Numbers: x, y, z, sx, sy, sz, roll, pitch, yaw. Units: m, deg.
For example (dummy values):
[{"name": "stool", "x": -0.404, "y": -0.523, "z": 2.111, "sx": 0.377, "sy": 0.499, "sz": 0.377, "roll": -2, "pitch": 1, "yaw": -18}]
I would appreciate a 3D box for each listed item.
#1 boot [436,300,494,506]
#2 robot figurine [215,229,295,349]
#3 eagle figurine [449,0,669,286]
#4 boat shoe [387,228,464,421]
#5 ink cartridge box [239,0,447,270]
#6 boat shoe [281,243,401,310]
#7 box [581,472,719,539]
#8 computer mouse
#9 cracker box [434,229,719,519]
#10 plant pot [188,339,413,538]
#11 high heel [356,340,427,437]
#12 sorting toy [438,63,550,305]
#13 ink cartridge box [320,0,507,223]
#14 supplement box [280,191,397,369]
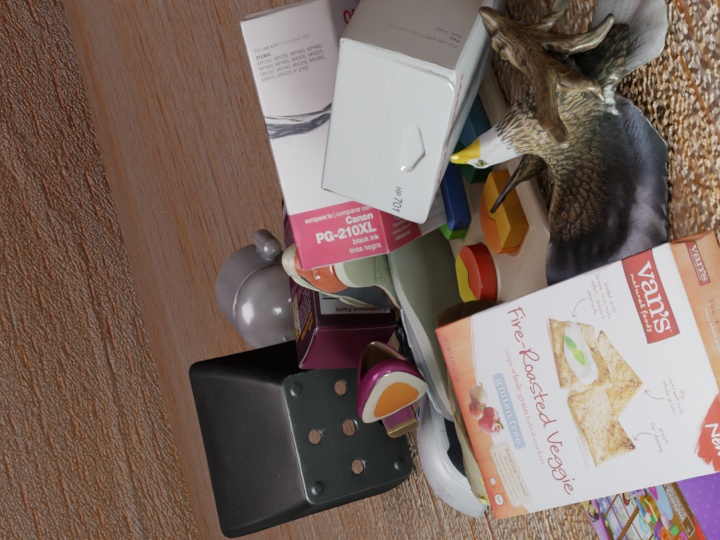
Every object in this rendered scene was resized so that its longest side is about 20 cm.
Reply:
[{"name": "boot", "x": 0.114, "y": 0.141, "z": 1.056, "sx": 0.201, "sy": 0.072, "sz": 0.157, "roll": -111, "pitch": 6, "yaw": -52}, {"name": "robot figurine", "x": -0.115, "y": 0.036, "z": 1.683, "sx": 0.200, "sy": 0.112, "sz": 0.172, "roll": -143, "pitch": 46, "yaw": -64}, {"name": "eagle figurine", "x": 0.132, "y": -0.086, "z": 0.880, "sx": 0.200, "sy": 0.149, "sz": 0.153, "roll": 55, "pitch": -129, "yaw": -50}, {"name": "boat shoe", "x": 0.063, "y": 0.042, "z": 1.210, "sx": 0.071, "sy": 0.069, "sz": 0.203, "roll": 142, "pitch": 113, "yaw": -67}, {"name": "ink cartridge box", "x": -0.009, "y": -0.117, "z": 1.078, "sx": 0.145, "sy": 0.083, "sz": 0.203, "roll": -28, "pitch": -74, "yaw": -65}, {"name": "boat shoe", "x": 0.000, "y": 0.000, "z": 1.228, "sx": 0.199, "sy": 0.062, "sz": 0.072, "roll": 14, "pitch": -108, "yaw": -63}, {"name": "box", "x": 0.202, "y": 0.163, "z": 0.906, "sx": 0.138, "sy": 0.039, "sz": 0.201, "roll": 101, "pitch": 152, "yaw": -52}, {"name": "computer mouse", "x": 0.069, "y": 0.150, "z": 1.303, "sx": 0.110, "sy": 0.043, "sz": 0.201, "roll": 103, "pitch": 150, "yaw": -51}, {"name": "cracker box", "x": 0.150, "y": 0.070, "z": 0.842, "sx": 0.199, "sy": 0.057, "sz": 0.136, "roll": -24, "pitch": 81, "yaw": 44}, {"name": "plant pot", "x": -0.051, "y": 0.174, "z": 1.477, "sx": 0.177, "sy": 0.197, "sz": 0.203, "roll": -17, "pitch": 85, "yaw": 60}, {"name": "high heel", "x": 0.018, "y": 0.086, "z": 1.212, "sx": 0.200, "sy": 0.067, "sz": 0.097, "roll": 56, "pitch": -171, "yaw": -71}, {"name": "sorting toy", "x": 0.099, "y": -0.047, "z": 1.098, "sx": 0.186, "sy": 0.036, "sz": 0.202, "roll": 106, "pitch": 147, "yaw": -56}, {"name": "ink cartridge box", "x": 0.047, "y": -0.159, "z": 0.948, "sx": 0.147, "sy": 0.085, "sz": 0.201, "roll": 101, "pitch": -168, "yaw": -50}, {"name": "supplement box", "x": -0.025, "y": -0.013, "z": 1.368, "sx": 0.111, "sy": 0.084, "sz": 0.202, "roll": 116, "pitch": 150, "yaw": -63}]
